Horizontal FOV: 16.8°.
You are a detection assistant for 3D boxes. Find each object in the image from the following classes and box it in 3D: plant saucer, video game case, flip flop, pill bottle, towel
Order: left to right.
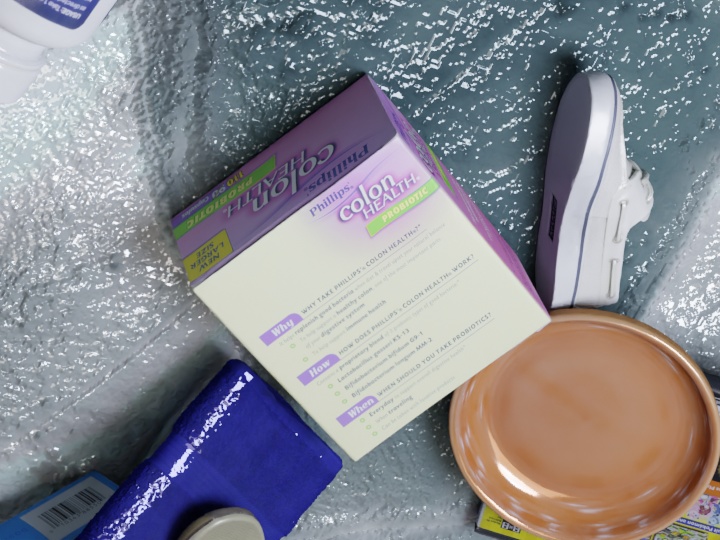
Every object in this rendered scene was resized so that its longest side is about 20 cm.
[{"bbox_3d":[-0.194,-0.208,1.506,0.120,0.120,0.200,29,109,-28],"label":"pill bottle"},{"bbox_3d":[-0.117,0.171,1.758,0.200,0.050,0.148,-50,131,-10],"label":"towel"},{"bbox_3d":[-0.104,0.262,1.737,0.081,0.058,0.200,1,110,-39],"label":"flip flop"},{"bbox_3d":[0.165,0.112,1.792,0.200,0.037,0.200,5,119,9],"label":"plant saucer"},{"bbox_3d":[0.204,0.148,1.842,0.200,0.026,0.181,16,117,2],"label":"video game case"}]

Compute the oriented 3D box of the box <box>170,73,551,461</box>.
[{"bbox_3d":[0.000,0.000,1.698,0.176,0.097,0.200,-36,123,9],"label":"box"}]

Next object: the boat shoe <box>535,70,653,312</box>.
[{"bbox_3d":[0.172,-0.054,1.727,0.070,0.071,0.200,-3,124,-12],"label":"boat shoe"}]

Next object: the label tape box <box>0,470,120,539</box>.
[{"bbox_3d":[-0.219,0.268,1.788,0.143,0.066,0.200,-30,131,-31],"label":"label tape box"}]
